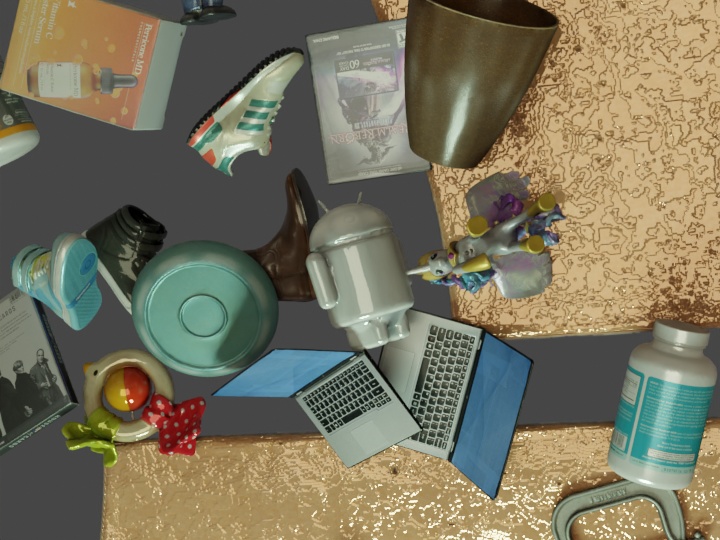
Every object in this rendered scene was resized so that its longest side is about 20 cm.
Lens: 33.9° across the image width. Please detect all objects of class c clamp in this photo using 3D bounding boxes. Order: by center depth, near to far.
[{"bbox_3d":[0.359,0.361,1.569,0.199,0.027,0.172,-12,95,12],"label":"c clamp"}]

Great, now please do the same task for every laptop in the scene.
[{"bbox_3d":[-0.059,0.183,1.537,0.200,0.116,0.187,53,140,0],"label":"laptop"},{"bbox_3d":[0.108,0.167,1.538,0.199,0.116,0.188,16,100,8],"label":"laptop"}]

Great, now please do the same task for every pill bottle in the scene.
[{"bbox_3d":[0.385,0.166,1.495,0.110,0.111,0.201,13,100,9],"label":"pill bottle"},{"bbox_3d":[-0.530,-0.243,1.612,0.116,0.116,0.201,-26,92,13],"label":"pill bottle"}]

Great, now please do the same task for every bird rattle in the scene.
[{"bbox_3d":[-0.315,0.188,1.642,0.199,0.113,0.164,-14,79,9],"label":"bird rattle"}]

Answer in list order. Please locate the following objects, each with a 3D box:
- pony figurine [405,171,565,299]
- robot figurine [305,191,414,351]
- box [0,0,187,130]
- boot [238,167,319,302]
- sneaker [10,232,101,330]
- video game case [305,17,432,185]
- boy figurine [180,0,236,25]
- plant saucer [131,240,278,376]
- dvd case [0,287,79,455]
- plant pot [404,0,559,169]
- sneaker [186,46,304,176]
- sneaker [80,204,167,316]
[{"bbox_3d":[0.168,-0.039,1.465,0.192,0.200,0.167,-19,86,-22],"label":"pony figurine"},{"bbox_3d":[0.000,0.000,1.523,0.113,0.169,0.201,-18,86,42],"label":"robot figurine"},{"bbox_3d":[-0.355,-0.287,1.577,0.199,0.106,0.153,17,100,8],"label":"box"},{"bbox_3d":[-0.152,-0.032,1.598,0.199,0.064,0.187,-8,98,16],"label":"boot"},{"bbox_3d":[-0.424,-0.006,1.601,0.130,0.200,0.080,31,57,12],"label":"sneaker"},{"bbox_3d":[0.011,-0.222,1.562,0.142,0.019,0.201,-7,95,12],"label":"video game case"},{"bbox_3d":[-0.223,-0.426,1.554,0.124,0.064,0.201,-9,93,39],"label":"boy figurine"},{"bbox_3d":[-0.209,0.058,1.579,0.199,0.027,0.201,0,113,0],"label":"plant saucer"},{"bbox_3d":[-0.490,0.138,1.665,0.150,0.025,0.201,-32,66,13],"label":"dvd case"},{"bbox_3d":[0.129,-0.236,1.470,0.186,0.187,0.201,17,115,8],"label":"plant pot"},{"bbox_3d":[-0.135,-0.209,1.575,0.200,0.070,0.093,-40,107,11],"label":"sneaker"},{"bbox_3d":[-0.291,-0.004,1.621,0.099,0.071,0.200,-42,84,18],"label":"sneaker"}]
